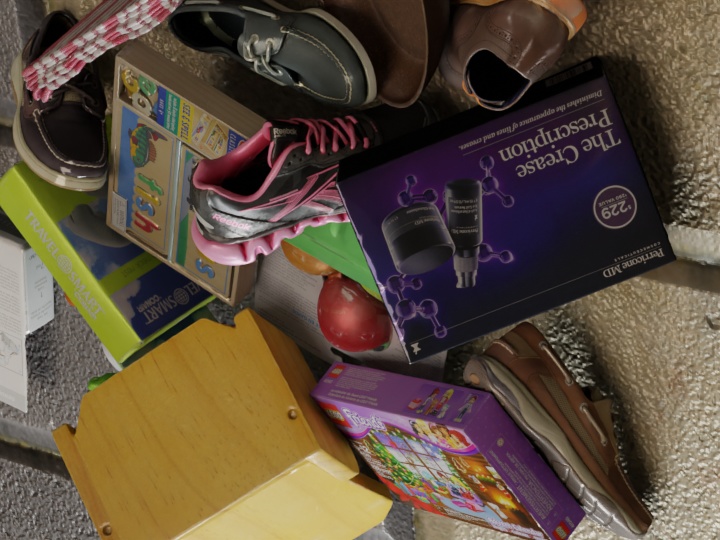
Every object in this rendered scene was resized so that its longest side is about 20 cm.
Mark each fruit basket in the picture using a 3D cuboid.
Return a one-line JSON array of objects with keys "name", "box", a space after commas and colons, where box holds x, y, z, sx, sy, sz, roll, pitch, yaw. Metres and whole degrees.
[{"name": "fruit basket", "box": [0.000, 0.000, 1.763, 0.185, 0.094, 0.201, 29, 140, 24]}]

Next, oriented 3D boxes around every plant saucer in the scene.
[{"name": "plant saucer", "box": [0.014, -0.215, 1.607, 0.201, 0.036, 0.201, 56, 157, 38]}]

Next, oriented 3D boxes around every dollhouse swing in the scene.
[{"name": "dollhouse swing", "box": [-0.101, 0.154, 1.866, 0.199, 0.176, 0.183, -33, 74, 16]}]

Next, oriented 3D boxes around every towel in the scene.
[{"name": "towel", "box": [-0.157, -0.203, 1.724, 0.199, 0.146, 0.030, -23, 110, 44]}]

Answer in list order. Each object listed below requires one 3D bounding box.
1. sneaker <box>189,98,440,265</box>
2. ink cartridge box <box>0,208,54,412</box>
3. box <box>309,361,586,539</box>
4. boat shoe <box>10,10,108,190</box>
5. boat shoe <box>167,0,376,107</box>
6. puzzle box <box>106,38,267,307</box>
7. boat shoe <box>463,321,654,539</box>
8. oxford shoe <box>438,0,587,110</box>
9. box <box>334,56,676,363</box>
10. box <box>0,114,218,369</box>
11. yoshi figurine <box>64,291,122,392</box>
[{"name": "sneaker", "box": [-0.035, -0.079, 1.639, 0.079, 0.199, 0.096, 59, 172, 37]}, {"name": "ink cartridge box", "box": [-0.364, 0.015, 2.082, 0.199, 0.043, 0.175, 22, 127, 28]}, {"name": "box", "box": [0.063, 0.138, 1.740, 0.199, 0.039, 0.137, 8, 143, 55]}, {"name": "boat shoe", "box": [-0.237, -0.138, 1.822, 0.201, 0.071, 0.065, -109, 34, -51]}, {"name": "boat shoe", "box": [-0.067, -0.162, 1.700, 0.200, 0.062, 0.073, 33, 139, 40]}, {"name": "puzzle box", "box": [-0.133, -0.071, 1.756, 0.133, 0.025, 0.201, 31, 144, 17]}, {"name": "boat shoe", "box": [0.160, 0.119, 1.694, 0.200, 0.072, 0.076, 50, 163, -25]}, {"name": "oxford shoe", "box": [0.085, -0.146, 1.564, 0.071, 0.073, 0.200, 33, 166, -8]}, {"name": "box", "box": [0.100, -0.041, 1.586, 0.199, 0.079, 0.142, -22, 105, 7]}, {"name": "box", "box": [-0.196, -0.018, 1.873, 0.200, 0.122, 0.048, 53, 135, 2]}, {"name": "yoshi figurine", "box": [-0.195, 0.089, 1.953, 0.112, 0.112, 0.201, -7, 113, 58]}]
